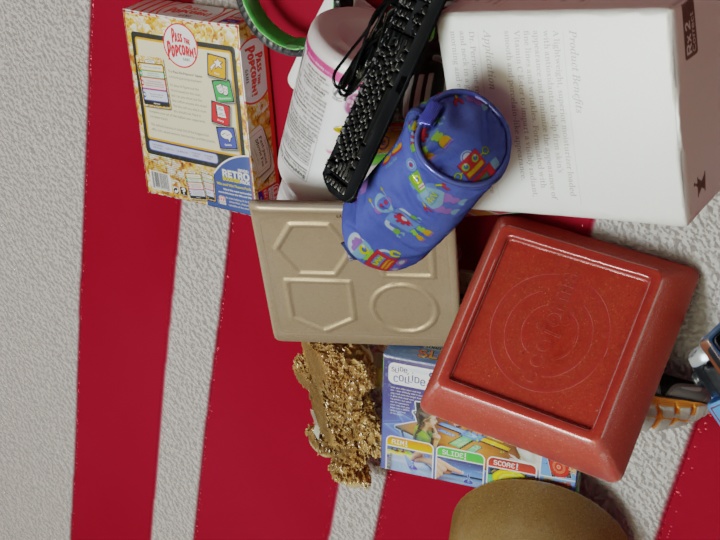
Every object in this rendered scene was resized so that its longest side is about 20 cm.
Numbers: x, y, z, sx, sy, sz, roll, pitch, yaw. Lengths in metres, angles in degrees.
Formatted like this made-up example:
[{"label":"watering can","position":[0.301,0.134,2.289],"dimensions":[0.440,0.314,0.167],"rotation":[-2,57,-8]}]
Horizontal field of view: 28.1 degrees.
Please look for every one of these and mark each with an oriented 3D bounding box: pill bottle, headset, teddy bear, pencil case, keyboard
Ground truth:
[{"label":"pill bottle","position":[-0.012,-0.125,1.308],"dimensions":[0.113,0.113,0.202],"rotation":[32,129,18]},{"label":"headset","position":[-0.075,-0.289,1.295],"dimensions":[0.122,0.094,0.202],"rotation":[9,118,32]},{"label":"teddy bear","position":[-0.016,0.141,1.504],"dimensions":[0.145,0.066,0.202],"rotation":[35,140,54]},{"label":"pencil case","position":[0.045,-0.067,1.120],"dimensions":[0.086,0.079,0.200],"rotation":[31,153,-6]},{"label":"keyboard","position":[0.009,-0.158,1.126],"dimensions":[0.039,0.104,0.202],"rotation":[23,98,-20]}]

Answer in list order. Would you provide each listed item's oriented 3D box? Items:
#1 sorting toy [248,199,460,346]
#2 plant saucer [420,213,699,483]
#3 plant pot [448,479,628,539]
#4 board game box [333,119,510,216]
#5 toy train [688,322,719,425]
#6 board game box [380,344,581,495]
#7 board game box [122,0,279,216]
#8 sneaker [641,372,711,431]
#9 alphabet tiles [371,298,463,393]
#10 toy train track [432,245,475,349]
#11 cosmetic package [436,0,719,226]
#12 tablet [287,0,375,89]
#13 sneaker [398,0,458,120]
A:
[{"label":"sorting toy","position":[0.000,0.000,1.321],"dimensions":[0.182,0.037,0.201],"rotation":[2,139,9]},{"label":"plant saucer","position":[0.167,0.056,1.253],"dimensions":[0.198,0.202,0.037],"rotation":[18,167,29]},{"label":"plant pot","position":[0.149,0.336,1.366],"dimensions":[0.184,0.201,0.188],"rotation":[13,134,14]},{"label":"board game box","position":[0.060,-0.086,1.248],"dimensions":[0.094,0.200,0.030],"rotation":[-2,71,29]},{"label":"toy train","position":[0.343,0.118,1.161],"dimensions":[0.201,0.086,0.114],"rotation":[55,139,1]},{"label":"board game box","position":[0.119,0.147,1.394],"dimensions":[0.197,0.035,0.137],"rotation":[10,120,15]},{"label":"board game box","position":[-0.160,-0.166,1.458],"dimensions":[0.150,0.046,0.202],"rotation":[14,121,31]},{"label":"sneaker","position":[0.220,0.092,1.290],"dimensions":[0.197,0.078,0.078],"rotation":[11,157,6]},{"label":"alphabet tiles","position":[0.096,0.115,1.443],"dimensions":[0.198,0.015,0.198],"rotation":[25,127,23]},{"label":"toy train track","position":[0.075,0.041,1.398],"dimensions":[0.113,0.033,0.202],"rotation":[7,117,23]},{"label":"cosmetic package","position":[0.191,-0.147,1.127],"dimensions":[0.198,0.165,0.167],"rotation":[7,119,34]},{"label":"tablet","position":[0.025,-0.162,1.346],"dimensions":[0.200,0.014,0.131],"rotation":[41,131,11]},{"label":"sneaker","position":[0.101,-0.205,1.231],"dimensions":[0.075,0.115,0.203],"rotation":[12,87,50]}]
